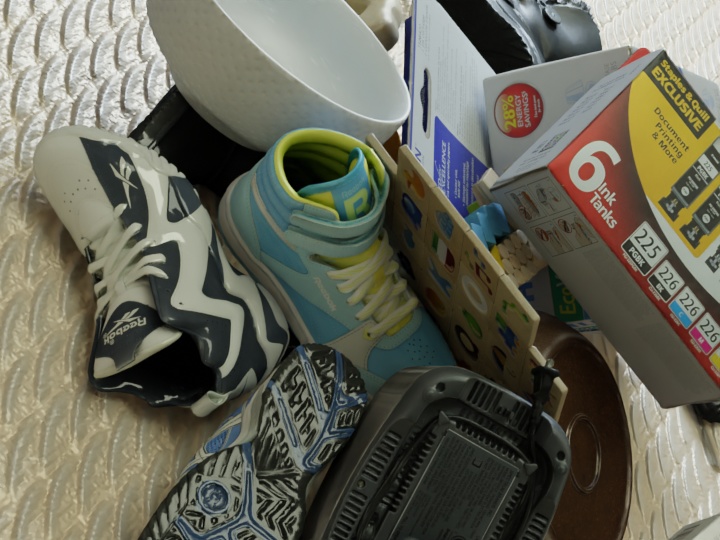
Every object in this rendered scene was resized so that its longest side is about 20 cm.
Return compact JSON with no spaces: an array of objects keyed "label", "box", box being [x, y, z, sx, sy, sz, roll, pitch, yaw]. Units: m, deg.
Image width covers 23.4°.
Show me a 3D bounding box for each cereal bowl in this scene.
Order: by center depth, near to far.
[{"label":"cereal bowl","box":[-0.065,-0.140,1.153,0.200,0.083,0.201,35,24,-18]}]

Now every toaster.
[{"label":"toaster","box":[0.038,0.131,0.995,0.113,0.201,0.129,28,-4,-9]}]

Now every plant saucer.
[{"label":"plant saucer","box":[0.138,0.125,1.176,0.200,0.034,0.202,19,68,-56]}]

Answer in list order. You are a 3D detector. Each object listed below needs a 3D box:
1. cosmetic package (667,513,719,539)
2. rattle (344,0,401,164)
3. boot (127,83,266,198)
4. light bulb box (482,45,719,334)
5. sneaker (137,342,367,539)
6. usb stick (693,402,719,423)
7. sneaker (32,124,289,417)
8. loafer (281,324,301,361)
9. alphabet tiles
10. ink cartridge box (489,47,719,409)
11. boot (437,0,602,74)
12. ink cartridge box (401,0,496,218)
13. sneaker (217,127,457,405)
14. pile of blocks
[{"label":"cosmetic package","box":[0.197,0.268,1.085,0.199,0.052,0.151,-32,88,-32]},{"label":"rattle","box":[-0.015,-0.165,1.360,0.143,0.130,0.200,41,5,-28]},{"label":"boot","box":[-0.068,-0.037,1.176,0.200,0.066,0.165,46,34,-11]},{"label":"light bulb box","box":[0.200,-0.054,1.345,0.200,0.124,0.200,4,78,-60]},{"label":"sneaker","box":[-0.067,0.130,0.990,0.076,0.077,0.200,43,51,-1]},{"label":"usb stick","box":[0.268,0.041,1.497,0.055,0.033,0.201,-3,58,-42]},{"label":"sneaker","box":[-0.135,0.007,1.029,0.200,0.079,0.130,54,24,-8]},{"label":"loafer","box":[0.016,0.073,1.155,0.199,0.073,0.072,29,57,-13]},{"label":"alphabet tiles","box":[0.058,0.015,1.049,0.006,0.167,0.200,-30,67,-15]},{"label":"ink cartridge box","box":[0.219,-0.040,1.189,0.176,0.084,0.200,-44,100,-24]},{"label":"boot","box":[0.166,-0.192,1.582,0.167,0.077,0.201,8,44,-40]},{"label":"ink cartridge box","box":[0.065,-0.085,1.285,0.200,0.047,0.199,39,46,-50]},{"label":"sneaker","box":[0.000,0.000,1.058,0.200,0.131,0.080,45,60,3]},{"label":"pile of blocks","box":[0.084,-0.013,1.194,0.082,0.062,0.200,52,32,-6]}]
